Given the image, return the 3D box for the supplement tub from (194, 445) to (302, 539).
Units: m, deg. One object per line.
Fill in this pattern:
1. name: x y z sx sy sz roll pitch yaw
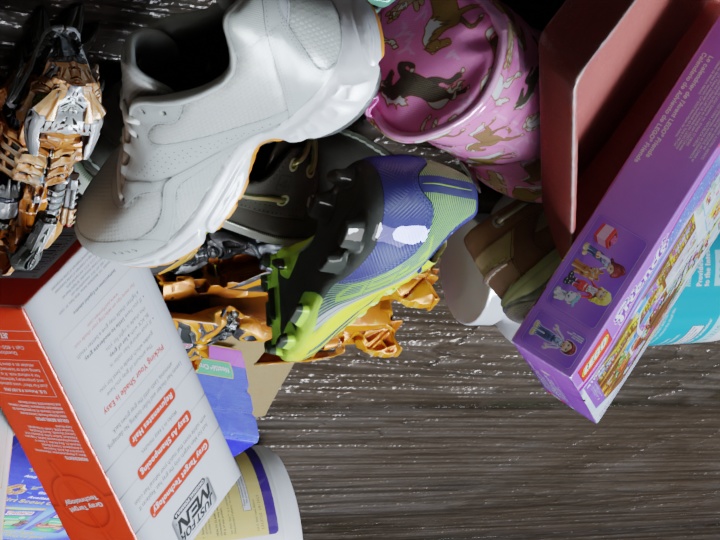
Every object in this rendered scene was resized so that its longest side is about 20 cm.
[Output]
1. supplement tub: -0.157 0.223 1.294 0.198 0.147 0.146 -5 153 -19

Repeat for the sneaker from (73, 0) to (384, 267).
1. sneaker: -0.084 -0.072 0.725 0.091 0.076 0.200 16 140 -39

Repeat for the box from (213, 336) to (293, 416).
1. box: -0.144 0.072 1.142 0.198 0.021 0.164 -5 152 -21

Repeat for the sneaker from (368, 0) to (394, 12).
1. sneaker: 0.002 -0.142 0.719 0.074 0.088 0.200 4 148 -34

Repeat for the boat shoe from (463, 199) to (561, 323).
1. boat shoe: 0.143 -0.053 0.958 0.200 0.072 0.076 -38 169 -25

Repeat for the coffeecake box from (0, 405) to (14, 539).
1. coffeecake box: -0.269 0.111 0.936 0.073 0.201 0.153 25 136 -33

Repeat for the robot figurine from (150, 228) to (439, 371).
1. robot figurine: -0.058 0.020 1.005 0.198 0.059 0.145 -4 152 -22

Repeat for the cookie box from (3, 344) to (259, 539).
1. cookie box: -0.196 0.116 1.087 0.199 0.076 0.170 -33 149 34

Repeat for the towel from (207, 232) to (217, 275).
1. towel: -0.117 -0.011 0.996 0.198 0.018 0.086 -7 152 -16

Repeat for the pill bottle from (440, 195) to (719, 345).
1. pill bottle: 0.155 -0.004 1.049 0.198 0.112 0.111 -3 152 -25

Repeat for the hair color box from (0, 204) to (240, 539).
1. hair color box: -0.147 0.072 0.927 0.061 0.102 0.201 0 124 33

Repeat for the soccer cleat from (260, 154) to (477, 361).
1. soccer cleat: 0.000 0.001 0.847 0.083 0.065 0.200 -1 158 -21

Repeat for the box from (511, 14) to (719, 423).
1. box: 0.157 -0.022 0.855 0.201 0.039 0.137 -57 161 -5

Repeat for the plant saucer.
1. plant saucer: 0.145 -0.120 0.793 0.201 0.037 0.200 -53 160 -17

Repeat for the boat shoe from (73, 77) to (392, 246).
1. boat shoe: -0.059 -0.061 0.867 0.200 0.073 0.060 7 152 -30

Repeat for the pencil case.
1. pencil case: 0.065 -0.089 0.831 0.087 0.082 0.200 -64 156 3

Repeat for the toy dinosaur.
1. toy dinosaur: -0.173 -0.052 0.747 0.199 0.137 0.102 -33 150 32
